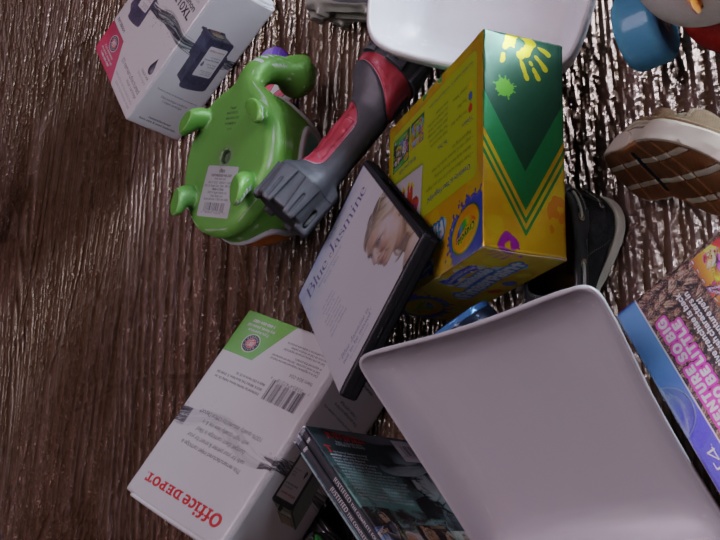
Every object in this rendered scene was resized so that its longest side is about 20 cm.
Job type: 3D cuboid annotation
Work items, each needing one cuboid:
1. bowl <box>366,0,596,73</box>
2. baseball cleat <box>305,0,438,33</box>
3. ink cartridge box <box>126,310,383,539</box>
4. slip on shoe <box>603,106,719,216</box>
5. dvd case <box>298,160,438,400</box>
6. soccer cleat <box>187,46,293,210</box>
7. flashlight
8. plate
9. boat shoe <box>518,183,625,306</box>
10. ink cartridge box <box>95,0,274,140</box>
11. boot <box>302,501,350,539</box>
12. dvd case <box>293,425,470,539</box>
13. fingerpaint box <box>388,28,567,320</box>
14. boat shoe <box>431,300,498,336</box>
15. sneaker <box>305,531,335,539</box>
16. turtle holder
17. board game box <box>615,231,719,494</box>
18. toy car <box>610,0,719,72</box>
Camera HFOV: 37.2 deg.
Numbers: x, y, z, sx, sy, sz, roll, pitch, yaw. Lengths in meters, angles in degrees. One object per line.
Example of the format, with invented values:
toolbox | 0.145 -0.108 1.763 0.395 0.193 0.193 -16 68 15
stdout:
bowl | 0.115 -0.259 0.912 0.197 0.074 0.203 13 86 23
baseball cleat | 0.019 -0.286 1.044 0.198 0.069 0.108 17 89 44
ink cartridge box | -0.091 0.153 0.952 0.144 0.084 0.201 16 65 44
slip on shoe | 0.227 -0.083 0.732 0.061 0.076 0.200 -44 4 0
dvd case | 0.000 0.000 0.892 0.144 0.017 0.200 -63 21 14
soccer cleat | -0.126 -0.144 1.131 0.066 0.076 0.203 21 92 45
flashlight | -0.018 -0.129 0.979 0.201 0.068 0.067 -49 35 -14
plate | 0.122 0.109 0.720 0.198 0.201 0.032 -21 19 40
boat shoe | 0.142 0.034 0.828 0.071 0.067 0.204 17 92 43
ink cartridge box | -0.207 -0.281 1.246 0.200 0.084 0.146 -48 50 22
boot | -0.053 0.278 0.938 0.132 0.069 0.200 -49 54 12
dvd case | 0.049 0.196 0.809 0.022 0.145 0.200 -55 48 17
fingerpaint box | 0.087 -0.065 0.851 0.200 0.072 0.170 140 134 -65
boat shoe | 0.081 0.092 0.827 0.083 0.201 0.069 -27 67 -17
sneaker | 0.010 0.296 0.860 0.201 0.084 0.079 54 136 31
turtle holder | -0.100 -0.113 1.059 0.140 0.131 0.188 -29 58 35
board game box | 0.289 0.041 0.663 0.200 0.096 0.161 -43 52 26
toy car | 0.226 -0.231 0.712 0.182 0.199 0.180 -16 93 34
